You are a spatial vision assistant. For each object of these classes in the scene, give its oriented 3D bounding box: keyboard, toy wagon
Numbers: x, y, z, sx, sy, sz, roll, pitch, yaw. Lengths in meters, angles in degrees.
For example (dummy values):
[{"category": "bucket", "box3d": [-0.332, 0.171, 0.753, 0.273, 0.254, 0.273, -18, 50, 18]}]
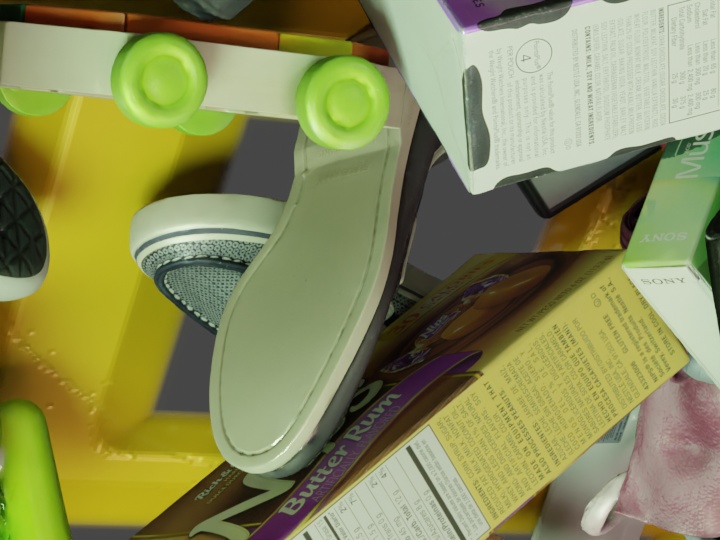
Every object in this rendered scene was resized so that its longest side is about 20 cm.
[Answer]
[{"category": "keyboard", "box3d": [0.124, 0.070, 1.282, 0.056, 0.011, 0.201, 3, 126, -18]}, {"category": "toy wagon", "box3d": [-0.085, -0.072, 0.990, 0.199, 0.155, 0.040, 6, 92, -25]}]

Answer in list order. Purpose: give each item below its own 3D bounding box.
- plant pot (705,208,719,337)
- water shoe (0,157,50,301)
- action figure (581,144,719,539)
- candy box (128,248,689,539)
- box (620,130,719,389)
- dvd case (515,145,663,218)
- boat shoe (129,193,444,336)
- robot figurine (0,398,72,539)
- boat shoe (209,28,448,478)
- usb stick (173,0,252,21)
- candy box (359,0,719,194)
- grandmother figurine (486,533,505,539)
[{"category": "plant pot", "box3d": [0.241, 0.008, 0.997, 0.199, 0.200, 0.178, -13, 119, 47]}, {"category": "water shoe", "box3d": [-0.215, -0.027, 1.039, 0.199, 0.072, 0.079, 19, 141, -29]}, {"category": "action figure", "box3d": [0.154, 0.015, 1.198, 0.148, 0.134, 0.201, 1, 129, 37]}, {"category": "candy box", "box3d": [0.016, 0.070, 1.051, 0.200, 0.116, 0.057, -37, 106, -23]}, {"category": "box", "box3d": [0.179, -0.039, 1.091, 0.036, 0.201, 0.144, -5, 140, 40]}, {"category": "dvd case", "box3d": [0.091, -0.120, 1.103, 0.142, 0.018, 0.200, -32, 133, 5]}, {"category": "boat shoe", "box3d": [-0.011, 0.041, 1.132, 0.199, 0.093, 0.074, 21, 147, -34]}, {"category": "robot figurine", "box3d": [-0.205, 0.099, 1.100, 0.174, 0.116, 0.201, -8, 130, -28]}, {"category": "boat shoe", "box3d": [0.000, 0.000, 1.057, 0.072, 0.201, 0.063, -9, 140, 35]}, {"category": "usb stick", "box3d": [0.015, -0.153, 0.918, 0.200, 0.033, 0.055, -38, 166, 8]}, {"category": "candy box", "box3d": [0.103, -0.123, 0.978, 0.199, 0.168, 0.072, -15, 129, -11]}, {"category": "grandmother figurine", "box3d": [0.032, 0.127, 1.224, 0.199, 0.121, 0.061, 24, 83, -12]}]
